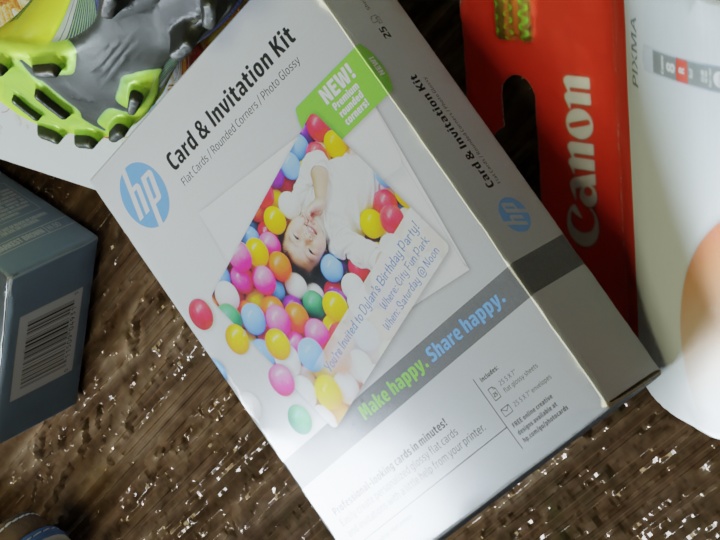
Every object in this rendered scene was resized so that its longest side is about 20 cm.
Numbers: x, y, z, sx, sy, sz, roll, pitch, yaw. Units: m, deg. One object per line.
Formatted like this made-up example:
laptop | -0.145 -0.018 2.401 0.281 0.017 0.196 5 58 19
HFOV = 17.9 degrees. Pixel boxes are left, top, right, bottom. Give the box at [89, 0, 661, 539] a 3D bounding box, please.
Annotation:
box | 0.000 0.000 0.869 0.156 0.041 0.201 -41 79 42

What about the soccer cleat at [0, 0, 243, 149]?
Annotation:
soccer cleat | -0.089 -0.108 0.892 0.064 0.084 0.200 32 152 -18

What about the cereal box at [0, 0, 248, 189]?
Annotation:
cereal box | -0.113 -0.107 0.973 0.199 0.039 0.145 16 118 36

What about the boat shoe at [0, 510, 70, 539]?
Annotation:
boat shoe | -0.211 0.171 1.168 0.073 0.072 0.200 51 134 13

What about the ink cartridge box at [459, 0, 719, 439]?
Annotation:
ink cartridge box | 0.109 -0.027 0.809 0.199 0.050 0.164 10 115 35

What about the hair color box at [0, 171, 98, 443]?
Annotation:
hair color box | -0.220 -0.013 1.098 0.199 0.060 0.100 32 128 28
